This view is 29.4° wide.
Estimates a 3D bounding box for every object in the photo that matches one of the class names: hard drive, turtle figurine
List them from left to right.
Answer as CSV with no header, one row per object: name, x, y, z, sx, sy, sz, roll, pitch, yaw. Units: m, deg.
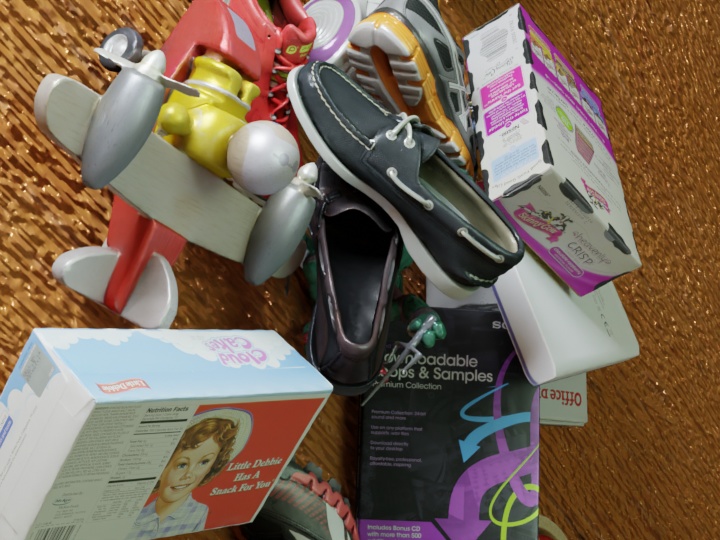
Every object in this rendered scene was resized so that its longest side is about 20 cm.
turtle figurine,0.000,0.000,1.018,0.149,0.101,0.201,28,68,-1
hard drive,0.159,0.018,1.094,0.200,0.025,0.132,-3,70,-61

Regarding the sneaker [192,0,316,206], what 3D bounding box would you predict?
sneaker,-0.066,-0.143,0.955,0.077,0.085,0.201,-16,97,-51

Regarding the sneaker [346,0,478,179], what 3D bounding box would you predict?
sneaker,0.055,-0.132,1.047,0.077,0.078,0.200,-60,148,-29

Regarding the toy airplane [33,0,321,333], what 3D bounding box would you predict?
toy airplane,-0.103,-0.056,0.844,0.200,0.141,0.200,-42,125,-52

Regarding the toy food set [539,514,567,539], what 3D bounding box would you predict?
toy food set,0.150,0.305,1.143,0.200,0.048,0.198,51,47,-35

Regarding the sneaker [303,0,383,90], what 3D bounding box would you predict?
sneaker,0.002,-0.205,1.082,0.201,0.075,0.100,-64,147,-29

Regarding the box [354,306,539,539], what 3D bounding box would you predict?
box,0.068,0.128,1.067,0.142,0.036,0.201,3,78,-8

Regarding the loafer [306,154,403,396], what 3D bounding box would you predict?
loafer,0.000,-0.016,0.939,0.072,0.063,0.201,7,62,-10

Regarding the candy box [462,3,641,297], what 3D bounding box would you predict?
candy box,0.149,-0.097,1.087,0.136,0.061,0.201,41,31,-36

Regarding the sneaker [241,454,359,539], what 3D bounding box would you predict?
sneaker,-0.038,0.208,0.954,0.201,0.071,0.098,57,42,-33

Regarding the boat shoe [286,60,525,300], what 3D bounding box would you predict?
boat shoe,0.033,-0.071,0.928,0.200,0.060,0.076,46,36,-16

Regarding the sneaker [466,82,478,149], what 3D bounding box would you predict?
sneaker,0.100,-0.128,1.189,0.200,0.072,0.073,-40,124,-45

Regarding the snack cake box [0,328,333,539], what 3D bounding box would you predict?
snack cake box,-0.122,0.098,0.815,0.200,0.067,0.115,4,121,-53

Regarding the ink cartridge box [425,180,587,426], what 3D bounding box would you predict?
ink cartridge box,0.127,0.033,1.188,0.147,0.083,0.201,12,75,-51
